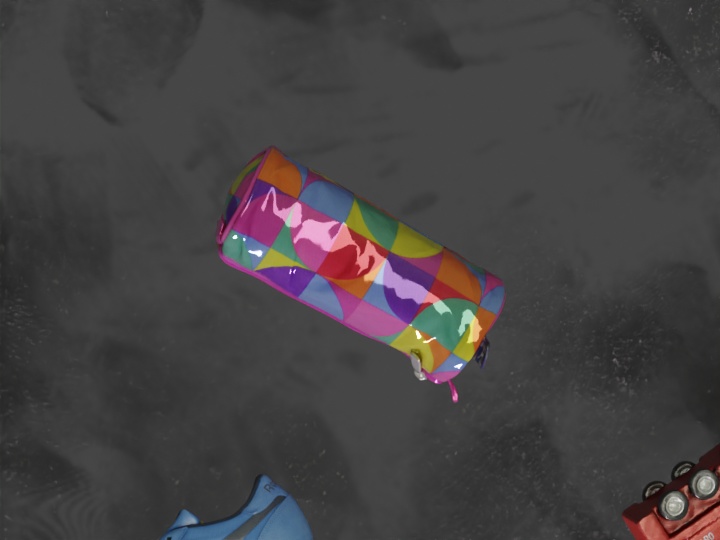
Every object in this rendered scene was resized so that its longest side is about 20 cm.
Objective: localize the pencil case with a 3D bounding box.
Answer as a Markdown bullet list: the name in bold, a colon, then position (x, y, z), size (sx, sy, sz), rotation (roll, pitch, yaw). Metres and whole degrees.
- **pencil case**: position (0.000, 0.000, 1.674), size (0.199, 0.088, 0.089), rotation (31, 89, -8)

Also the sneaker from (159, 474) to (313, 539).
- **sneaker**: position (-0.124, 0.209, 1.683), size (0.199, 0.066, 0.079), rotation (-34, 87, -5)

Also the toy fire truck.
- **toy fire truck**: position (0.251, 0.195, 1.743), size (0.199, 0.049, 0.142), rotation (-34, 99, -6)
